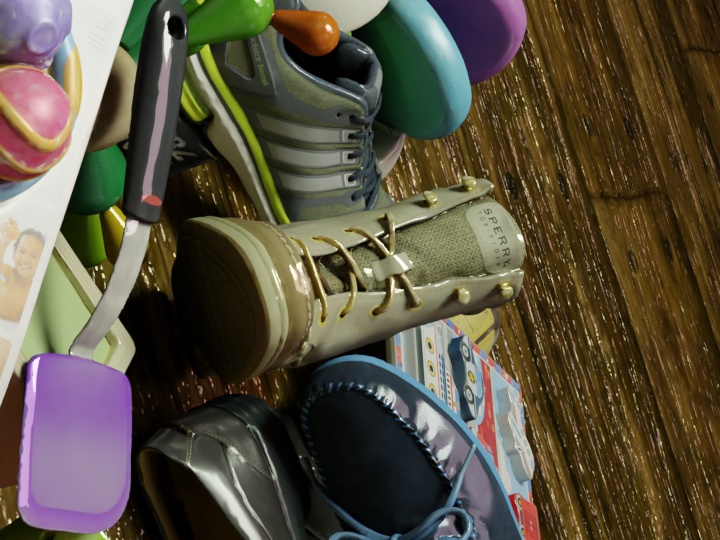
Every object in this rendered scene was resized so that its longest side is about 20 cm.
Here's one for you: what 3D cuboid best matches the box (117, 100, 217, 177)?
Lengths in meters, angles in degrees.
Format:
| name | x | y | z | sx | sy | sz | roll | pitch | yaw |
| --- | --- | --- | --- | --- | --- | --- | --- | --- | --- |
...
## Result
| name | x | y | z | sx | sy | sz | roll | pitch | yaw |
| --- | --- | --- | --- | --- | --- | --- | --- | --- | --- |
| box | -0.131 | -0.177 | 0.919 | 0.199 | 0.050 | 0.200 | 51 | 32 | -43 |

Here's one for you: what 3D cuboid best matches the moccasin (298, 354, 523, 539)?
| name | x | y | z | sx | sy | sz | roll | pitch | yaw |
| --- | --- | --- | --- | --- | --- | --- | --- | --- | --- |
| moccasin | 0.037 | 0.129 | 0.846 | 0.200 | 0.080 | 0.068 | 54 | 31 | -12 |

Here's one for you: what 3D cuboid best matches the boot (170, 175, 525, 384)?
| name | x | y | z | sx | sy | sz | roll | pitch | yaw |
| --- | --- | --- | --- | --- | --- | --- | --- | --- | --- |
| boot | 0.000 | 0.000 | 0.844 | 0.200 | 0.154 | 0.072 | 148 | -72 | -78 |

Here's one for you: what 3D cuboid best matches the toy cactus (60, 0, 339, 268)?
| name | x | y | z | sx | sy | sz | roll | pitch | yaw |
| --- | --- | --- | --- | --- | --- | --- | --- | --- | --- |
| toy cactus | -0.091 | -0.073 | 0.777 | 0.102 | 0.200 | 0.165 | 36 | 25 | 2 |

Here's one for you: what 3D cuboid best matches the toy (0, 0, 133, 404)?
| name | x | y | z | sx | sy | sz | roll | pitch | yaw |
| --- | --- | --- | --- | --- | --- | --- | --- | --- | --- |
| toy | -0.132 | -0.053 | 0.642 | 0.115 | 0.047 | 0.200 | 29 | 71 | -38 |

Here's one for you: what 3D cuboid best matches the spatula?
| name | x | y | z | sx | sy | sz | roll | pitch | yaw |
| --- | --- | --- | --- | --- | --- | --- | --- | --- | --- |
| spatula | -0.088 | -0.004 | 0.704 | 0.056 | 0.021 | 0.200 | 19 | 82 | -50 |

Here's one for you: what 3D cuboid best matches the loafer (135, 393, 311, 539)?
| name | x | y | z | sx | sy | sz | roll | pitch | yaw |
| --- | --- | --- | --- | --- | --- | --- | --- | --- | --- |
| loafer | -0.046 | 0.155 | 0.842 | 0.072 | 0.073 | 0.200 | -12 | 74 | -58 |

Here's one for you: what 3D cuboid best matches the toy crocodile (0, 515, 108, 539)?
| name | x | y | z | sx | sy | sz | roll | pitch | yaw |
| --- | --- | --- | --- | --- | --- | --- | --- | --- | --- |
| toy crocodile | -0.079 | 0.169 | 0.767 | 0.068 | 0.062 | 0.200 | -48 | 127 | -16 |

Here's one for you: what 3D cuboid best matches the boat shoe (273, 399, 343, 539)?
| name | x | y | z | sx | sy | sz | roll | pitch | yaw |
| --- | --- | --- | --- | --- | --- | --- | --- | --- | --- |
| boat shoe | 0.003 | 0.137 | 0.964 | 0.201 | 0.063 | 0.074 | 49 | 10 | -41 |

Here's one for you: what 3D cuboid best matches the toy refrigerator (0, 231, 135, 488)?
| name | x | y | z | sx | sy | sz | roll | pitch | yaw |
| --- | --- | --- | --- | --- | --- | --- | --- | --- | --- |
| toy refrigerator | -0.165 | -0.019 | 0.701 | 0.200 | 0.070 | 0.076 | 59 | 26 | -24 |

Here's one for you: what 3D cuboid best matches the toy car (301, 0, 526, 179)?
| name | x | y | z | sx | sy | sz | roll | pitch | yaw |
| --- | --- | --- | --- | --- | --- | --- | --- | --- | --- |
| toy car | 0.015 | -0.144 | 1.037 | 0.175 | 0.150 | 0.200 | 85 | 6 | -48 |

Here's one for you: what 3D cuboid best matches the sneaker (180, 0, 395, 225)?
| name | x | y | z | sx | sy | sz | roll | pitch | yaw |
| --- | --- | --- | --- | --- | --- | --- | --- | --- | --- |
| sneaker | -0.018 | -0.064 | 0.925 | 0.200 | 0.081 | 0.074 | 51 | 33 | -36 |

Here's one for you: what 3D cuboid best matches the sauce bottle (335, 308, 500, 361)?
| name | x | y | z | sx | sy | sz | roll | pitch | yaw |
| --- | --- | --- | --- | --- | --- | --- | --- | --- | --- |
| sauce bottle | 0.023 | 0.051 | 1.063 | 0.065 | 0.065 | 0.200 | 69 | 23 | -4 |

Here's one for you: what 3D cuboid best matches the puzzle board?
| name | x | y | z | sx | sy | sz | roll | pitch | yaw |
| --- | --- | --- | --- | --- | --- | --- | --- | --- | --- |
| puzzle board | 0.059 | 0.114 | 0.991 | 0.151 | 0.017 | 0.200 | 43 | 34 | -47 |
